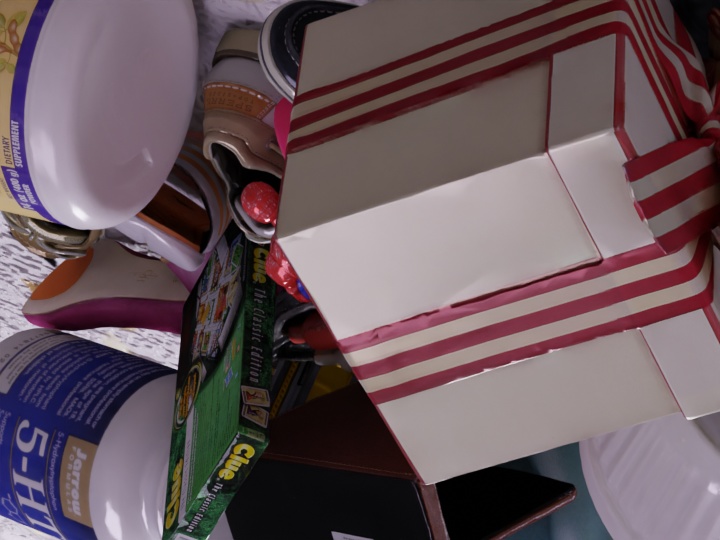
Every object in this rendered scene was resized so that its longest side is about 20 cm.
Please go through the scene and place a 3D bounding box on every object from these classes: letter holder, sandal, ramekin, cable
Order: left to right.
[{"bbox_3d":[-0.104,-0.048,1.601,0.079,0.059,0.207,32,-174,0],"label":"sandal"},{"bbox_3d":[-0.044,0.048,1.680,0.199,0.051,0.097,-20,153,40],"label":"cable"},{"bbox_3d":[0.036,0.124,1.598,0.199,0.142,0.101,3,113,54],"label":"letter holder"},{"bbox_3d":[0.213,0.071,1.424,0.201,0.203,0.094,23,144,4],"label":"ramekin"}]

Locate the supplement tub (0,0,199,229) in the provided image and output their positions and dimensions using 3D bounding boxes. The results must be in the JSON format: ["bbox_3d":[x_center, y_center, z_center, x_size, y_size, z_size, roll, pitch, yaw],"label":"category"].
[{"bbox_3d":[-0.199,-0.108,1.493,0.199,0.146,0.146,12,153,24],"label":"supplement tub"}]

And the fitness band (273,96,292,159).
[{"bbox_3d":[0.027,-0.019,1.476,0.037,0.144,0.200,-34,126,18],"label":"fitness band"}]

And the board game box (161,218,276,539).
[{"bbox_3d":[-0.076,0.055,1.613,0.023,0.201,0.105,22,129,-18],"label":"board game box"}]

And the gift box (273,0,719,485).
[{"bbox_3d":[0.077,-0.039,1.268,0.186,0.185,0.200,-17,132,18],"label":"gift box"}]

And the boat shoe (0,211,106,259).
[{"bbox_3d":[-0.176,-0.044,1.698,0.073,0.063,0.201,29,155,-10],"label":"boat shoe"}]

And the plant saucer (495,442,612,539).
[{"bbox_3d":[0.064,0.159,1.653,0.027,0.202,0.199,7,171,-41],"label":"plant saucer"}]

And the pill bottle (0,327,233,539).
[{"bbox_3d":[-0.137,0.113,1.728,0.199,0.120,0.120,15,156,40],"label":"pill bottle"}]

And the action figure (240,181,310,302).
[{"bbox_3d":[0.000,0.000,1.535,0.200,0.065,0.052,34,-165,-49],"label":"action figure"}]

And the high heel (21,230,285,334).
[{"bbox_3d":[-0.123,0.025,1.786,0.199,0.068,0.096,-19,122,40],"label":"high heel"}]

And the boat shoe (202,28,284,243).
[{"bbox_3d":[-0.040,-0.046,1.563,0.074,0.069,0.200,8,152,28],"label":"boat shoe"}]

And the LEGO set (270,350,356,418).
[{"bbox_3d":[-0.022,0.114,1.805,0.154,0.116,0.199,38,152,-27],"label":"LEGO set"}]

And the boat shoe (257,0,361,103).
[{"bbox_3d":[0.048,-0.088,1.400,0.199,0.075,0.062,22,151,-5],"label":"boat shoe"}]
